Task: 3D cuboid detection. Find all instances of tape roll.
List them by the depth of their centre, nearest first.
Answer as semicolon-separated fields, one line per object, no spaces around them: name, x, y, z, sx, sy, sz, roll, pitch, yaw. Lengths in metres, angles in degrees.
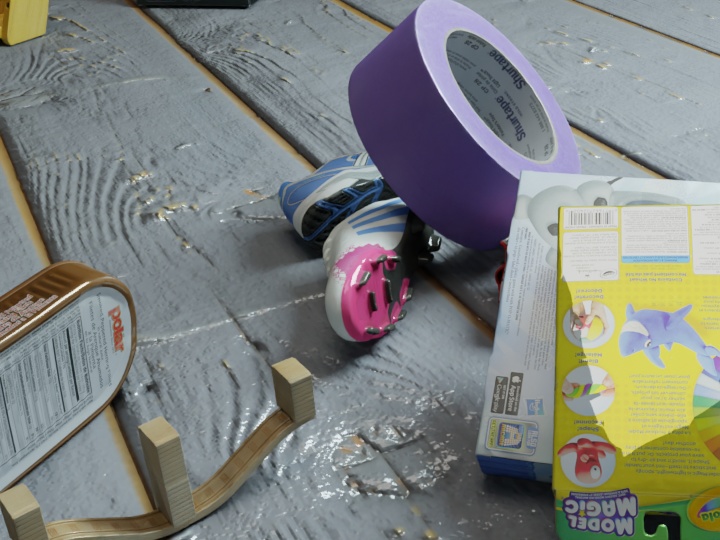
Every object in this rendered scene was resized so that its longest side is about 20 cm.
tape roll;0.090;-0.123;0.894;0.085;0.200;0.200;-38;10;34

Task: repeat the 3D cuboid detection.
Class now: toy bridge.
toy bridge;-0.113;0.121;0.622;0.199;0.068;0.027;-24;34;-29

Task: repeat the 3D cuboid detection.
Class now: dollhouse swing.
dollhouse swing;-0.591;-0.419;1.564;0.199;0.183;0.175;20;17;36

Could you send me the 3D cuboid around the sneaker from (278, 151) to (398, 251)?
sneaker;0.015;-0.085;0.965;0.199;0.076;0.077;-21;37;-30

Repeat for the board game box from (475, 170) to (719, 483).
board game box;0.184;0.038;0.656;0.197;0.043;0.202;5;64;17

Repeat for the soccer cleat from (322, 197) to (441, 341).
soccer cleat;0.000;0.000;0.836;0.086;0.070;0.200;-3;22;23

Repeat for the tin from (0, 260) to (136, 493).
tin;-0.216;0.073;0.679;0.042;0.113;0.200;21;37;21

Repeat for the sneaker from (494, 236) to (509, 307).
sneaker;0.170;-0.020;0.838;0.107;0.068;0.202;9;34;18

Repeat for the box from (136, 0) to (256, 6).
box;-0.249;-0.501;1.694;0.198;0.125;0.149;4;29;16

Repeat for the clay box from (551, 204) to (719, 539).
clay box;0.167;0.060;0.596;0.114;0.048;0.202;0;65;14
